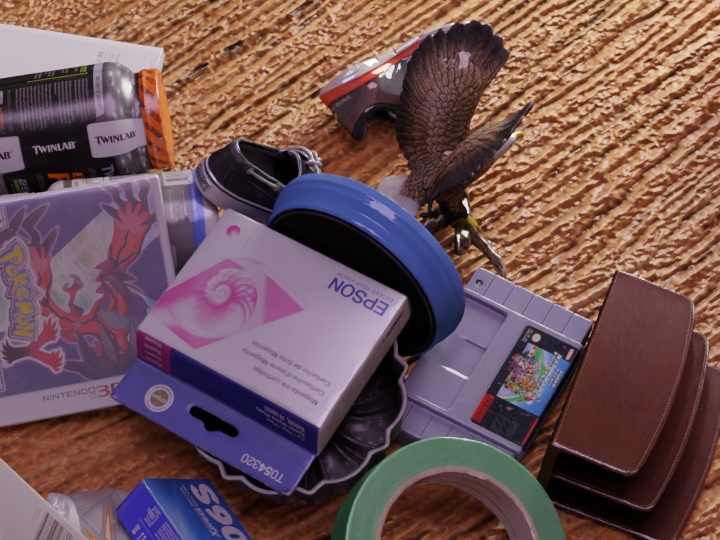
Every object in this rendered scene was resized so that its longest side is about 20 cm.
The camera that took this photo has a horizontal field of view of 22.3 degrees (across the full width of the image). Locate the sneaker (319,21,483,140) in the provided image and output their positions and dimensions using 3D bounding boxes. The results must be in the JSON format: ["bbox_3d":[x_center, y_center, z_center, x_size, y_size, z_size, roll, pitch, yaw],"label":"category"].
[{"bbox_3d":[0.054,-0.189,1.872,0.199,0.077,0.082,-27,87,-20],"label":"sneaker"}]

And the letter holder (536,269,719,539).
[{"bbox_3d":[0.256,0.125,1.629,0.142,0.101,0.200,21,56,9],"label":"letter holder"}]

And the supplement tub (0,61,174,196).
[{"bbox_3d":[-0.284,-0.132,1.749,0.199,0.123,0.123,-9,55,0],"label":"supplement tub"}]

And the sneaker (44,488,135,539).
[{"bbox_3d":[-0.200,0.262,1.520,0.092,0.076,0.201,-13,57,-18],"label":"sneaker"}]

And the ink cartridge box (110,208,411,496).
[{"bbox_3d":[-0.089,0.066,1.583,0.196,0.043,0.200,26,66,20],"label":"ink cartridge box"}]

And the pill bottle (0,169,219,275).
[{"bbox_3d":[-0.232,-0.031,1.699,0.199,0.114,0.114,-6,55,-7],"label":"pill bottle"}]

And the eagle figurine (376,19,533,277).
[{"bbox_3d":[0.094,-0.115,1.723,0.151,0.200,0.151,21,55,19],"label":"eagle figurine"}]

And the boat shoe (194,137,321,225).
[{"bbox_3d":[-0.066,-0.083,1.711,0.199,0.068,0.074,20,39,-46],"label":"boat shoe"}]

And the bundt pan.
[{"bbox_3d":[-0.052,0.119,1.613,0.201,0.076,0.203,-4,61,6],"label":"bundt pan"}]

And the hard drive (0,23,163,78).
[{"bbox_3d":[-0.311,-0.187,1.858,0.199,0.026,0.132,9,54,3],"label":"hard drive"}]

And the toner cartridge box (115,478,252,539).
[{"bbox_3d":[-0.112,0.259,1.512,0.200,0.043,0.095,50,22,26],"label":"toner cartridge box"}]

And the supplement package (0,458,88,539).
[{"bbox_3d":[-0.325,0.250,1.401,0.199,0.191,0.147,-7,46,34],"label":"supplement package"}]

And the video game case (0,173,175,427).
[{"bbox_3d":[-0.253,0.027,1.632,0.181,0.023,0.201,-10,96,-7],"label":"video game case"}]

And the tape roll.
[{"bbox_3d":[0.075,0.241,1.524,0.199,0.048,0.201,6,70,-16],"label":"tape roll"}]

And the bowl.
[{"bbox_3d":[0.000,0.000,1.637,0.200,0.201,0.039,29,59,16],"label":"bowl"}]

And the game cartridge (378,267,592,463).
[{"bbox_3d":[0.119,0.097,1.681,0.129,0.038,0.200,23,56,18],"label":"game cartridge"}]
